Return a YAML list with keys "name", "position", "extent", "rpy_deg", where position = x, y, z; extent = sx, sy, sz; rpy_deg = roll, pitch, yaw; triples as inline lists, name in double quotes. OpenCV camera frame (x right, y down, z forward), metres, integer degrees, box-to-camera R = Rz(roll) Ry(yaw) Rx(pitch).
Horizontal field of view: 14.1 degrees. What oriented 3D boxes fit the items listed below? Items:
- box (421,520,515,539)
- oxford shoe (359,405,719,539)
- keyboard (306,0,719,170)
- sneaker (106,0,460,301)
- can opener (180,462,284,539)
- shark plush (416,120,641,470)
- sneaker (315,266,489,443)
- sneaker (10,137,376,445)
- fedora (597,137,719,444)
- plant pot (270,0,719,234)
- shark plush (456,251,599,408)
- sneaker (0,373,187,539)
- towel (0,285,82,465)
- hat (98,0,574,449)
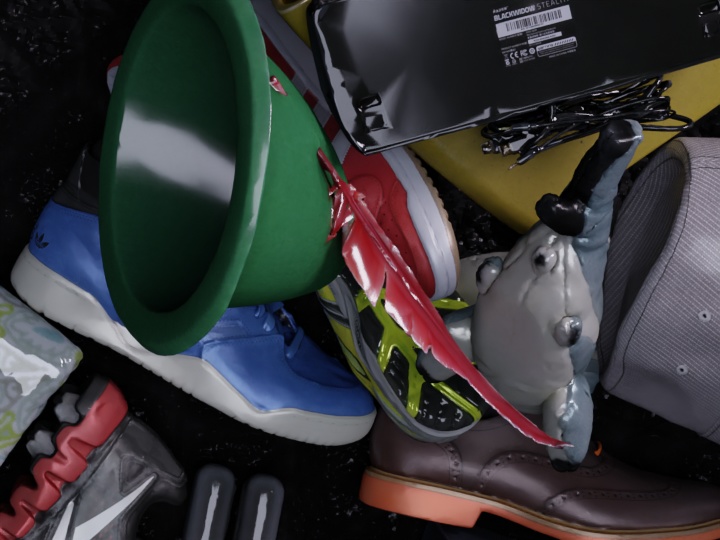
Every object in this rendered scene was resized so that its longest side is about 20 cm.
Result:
- name: "box"
  position: [0.068, 0.251, 1.468]
  extent: [0.124, 0.200, 0.197]
  rpy_deg: [19, 97, -10]
- name: "oxford shoe"
  position: [0.103, 0.101, 1.515]
  extent: [0.199, 0.071, 0.073]
  rpy_deg: [9, 93, -7]
- name: "keyboard"
  position: [0.077, -0.100, 1.325]
  extent: [0.199, 0.040, 0.104]
  rpy_deg: [-15, 99, -9]
- name: "sneaker"
  position: [-0.045, -0.045, 1.402]
  extent: [0.112, 0.071, 0.200]
  rpy_deg: [-24, 57, -27]
- name: "can opener"
  position: [-0.083, 0.202, 1.526]
  extent: [0.053, 0.067, 0.201]
  rpy_deg: [12, 84, -7]
- name: "shark plush"
  position: [0.086, -0.003, 1.347]
  extent: [0.091, 0.083, 0.200]
  rpy_deg: [26, 140, 24]
- name: "sneaker"
  position: [0.000, 0.000, 1.476]
  extent: [0.075, 0.076, 0.200]
  rpy_deg: [-17, 73, -17]
- name: "sneaker"
  position: [-0.066, 0.003, 1.477]
  extent: [0.200, 0.077, 0.111]
  rpy_deg: [28, 105, -3]
- name: "fedora"
  position: [0.166, 0.011, 1.407]
  extent: [0.090, 0.177, 0.200]
  rpy_deg: [10, 137, -6]
- name: "plant pot"
  position: [0.075, -0.140, 1.417]
  extent: [0.200, 0.200, 0.177]
  rpy_deg: [-35, 113, 3]
- name: "shark plush"
  position: [0.128, 0.036, 1.527]
  extent: [0.200, 0.091, 0.083]
  rpy_deg: [22, 121, -24]
- name: "sneaker"
  position: [-0.162, 0.155, 1.494]
  extent: [0.098, 0.071, 0.201]
  rpy_deg: [37, 92, -8]
- name: "towel"
  position: [-0.263, 0.068, 1.472]
  extent: [0.171, 0.048, 0.200]
  rpy_deg: [36, 100, -3]
- name: "hat"
  position: [-0.010, -0.030, 1.342]
  extent: [0.176, 0.166, 0.201]
  rpy_deg: [6, 89, -28]
